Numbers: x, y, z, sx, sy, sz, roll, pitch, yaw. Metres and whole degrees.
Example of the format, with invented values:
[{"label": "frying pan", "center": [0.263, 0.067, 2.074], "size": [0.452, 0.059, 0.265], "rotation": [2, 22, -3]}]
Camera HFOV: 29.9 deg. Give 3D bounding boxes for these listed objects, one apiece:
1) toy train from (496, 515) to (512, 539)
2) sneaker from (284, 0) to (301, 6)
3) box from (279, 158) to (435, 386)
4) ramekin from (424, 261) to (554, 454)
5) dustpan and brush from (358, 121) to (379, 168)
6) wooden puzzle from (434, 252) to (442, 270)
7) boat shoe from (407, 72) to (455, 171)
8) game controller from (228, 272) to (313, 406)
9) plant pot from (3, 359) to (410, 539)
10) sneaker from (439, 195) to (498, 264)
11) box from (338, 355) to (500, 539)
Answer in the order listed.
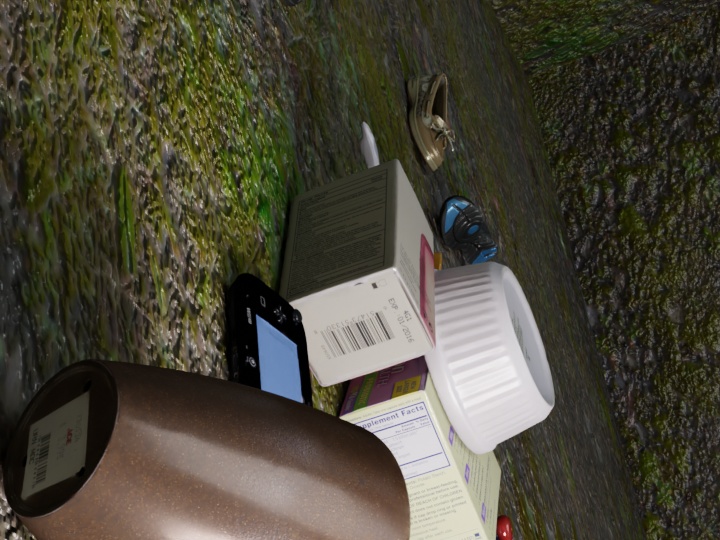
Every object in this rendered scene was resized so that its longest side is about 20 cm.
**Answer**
[{"label": "toy train", "center": [0.140, 0.332, 1.551], "size": [0.201, 0.084, 0.117], "rotation": [-84, 161, -58]}, {"label": "sneaker", "center": [-0.120, -0.365, 1.480], "size": [0.200, 0.100, 0.069], "rotation": [43, 13, 17]}, {"label": "box", "center": [0.000, 0.000, 1.357], "size": [0.201, 0.127, 0.109], "rotation": [-86, 152, -55]}, {"label": "ramekin", "center": [0.136, 0.085, 1.428], "size": [0.202, 0.094, 0.204], "rotation": [-19, 90, -75]}, {"label": "dustpan and brush", "center": [0.018, -0.078, 1.639], "size": [0.140, 0.057, 0.202], "rotation": [-48, 118, -73]}, {"label": "wooden puzzle", "center": [0.075, 0.056, 1.615], "size": [0.186, 0.046, 0.202], "rotation": [-76, 162, -63]}, {"label": "boat shoe", "center": [0.116, -0.247, 2.183], "size": [0.073, 0.062, 0.201], "rotation": [54, 23, -48]}, {"label": "game controller", "center": [-0.074, 0.098, 1.144], "size": [0.104, 0.042, 0.201], "rotation": [53, 23, -49]}, {"label": "plant pot", "center": [-0.103, 0.137, 0.791], "size": [0.200, 0.186, 0.188], "rotation": [36, 35, -39]}, {"label": "sneaker", "center": [0.156, -0.075, 2.138], "size": [0.082, 0.073, 0.200], "rotation": [60, 3, 27]}, {"label": "box", "center": [0.068, 0.187, 1.431], "size": [0.176, 0.096, 0.201], "rotation": [-70, 139, -67]}]
